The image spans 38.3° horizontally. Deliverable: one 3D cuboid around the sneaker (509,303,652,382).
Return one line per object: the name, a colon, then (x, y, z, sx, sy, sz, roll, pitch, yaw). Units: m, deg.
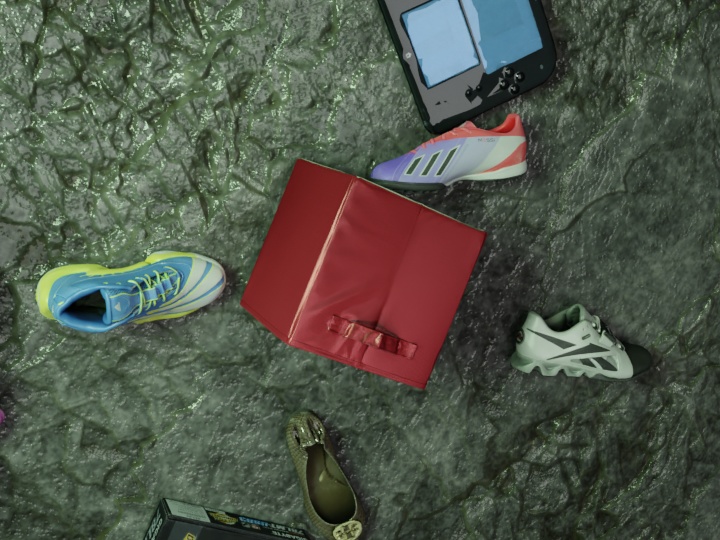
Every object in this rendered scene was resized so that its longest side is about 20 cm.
sneaker: (0.292, 0.089, 1.318, 0.200, 0.074, 0.089, 4, 107, -23)

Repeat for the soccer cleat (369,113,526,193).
soccer cleat: (0.100, -0.132, 1.178, 0.200, 0.068, 0.073, -10, 110, -23)

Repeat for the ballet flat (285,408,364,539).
ballet flat: (-0.041, 0.258, 1.257, 0.067, 0.046, 0.200, -23, 114, -12)

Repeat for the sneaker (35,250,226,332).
sneaker: (-0.231, 0.032, 1.078, 0.200, 0.105, 0.076, -9, 110, -18)

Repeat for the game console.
game console: (0.121, -0.274, 1.160, 0.177, 0.031, 0.200, -28, 114, -11)

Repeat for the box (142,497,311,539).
box: (-0.182, 0.387, 1.244, 0.198, 0.050, 0.200, 21, 99, -25)

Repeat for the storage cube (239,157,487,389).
storage cube: (0.000, 0.000, 1.111, 0.171, 0.200, 0.180, 21, 92, -25)

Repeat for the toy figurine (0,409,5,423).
toy figurine: (-0.429, 0.183, 1.050, 0.184, 0.150, 0.200, -58, 139, -7)
